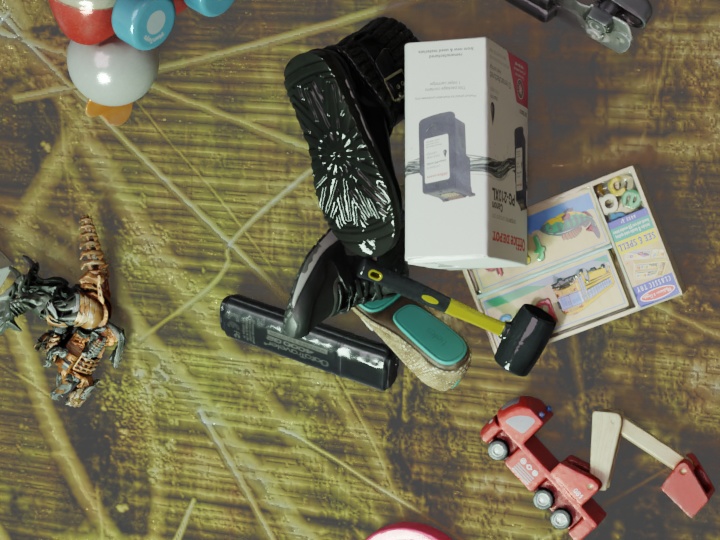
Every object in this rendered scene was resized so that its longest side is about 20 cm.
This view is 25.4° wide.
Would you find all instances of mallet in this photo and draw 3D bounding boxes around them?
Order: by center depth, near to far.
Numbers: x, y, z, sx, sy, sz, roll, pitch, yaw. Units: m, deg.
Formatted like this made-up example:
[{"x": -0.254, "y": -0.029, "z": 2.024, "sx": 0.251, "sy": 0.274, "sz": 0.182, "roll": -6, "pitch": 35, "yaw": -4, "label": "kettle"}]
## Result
[{"x": 0.086, "y": 0.045, "z": 1.528, "sx": 0.198, "sy": 0.041, "sz": 0.066, "roll": 17, "pitch": 107, "yaw": -9, "label": "mallet"}]

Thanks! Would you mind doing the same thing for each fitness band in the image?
[{"x": 0.038, "y": 0.356, "z": 1.654, "sx": 0.143, "sy": 0.037, "sz": 0.201, "roll": 34, "pitch": 106, "yaw": 16, "label": "fitness band"}]

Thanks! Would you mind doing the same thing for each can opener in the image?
[{"x": 0.182, "y": -0.274, "z": 1.520, "sx": 0.199, "sy": 0.053, "sz": 0.067, "roll": 33, "pitch": 75, "yaw": 14, "label": "can opener"}]

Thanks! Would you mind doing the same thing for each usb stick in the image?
[{"x": -0.053, "y": 0.073, "z": 1.649, "sx": 0.199, "sy": 0.033, "sz": 0.056, "roll": 18, "pitch": 133, "yaw": 18, "label": "usb stick"}]

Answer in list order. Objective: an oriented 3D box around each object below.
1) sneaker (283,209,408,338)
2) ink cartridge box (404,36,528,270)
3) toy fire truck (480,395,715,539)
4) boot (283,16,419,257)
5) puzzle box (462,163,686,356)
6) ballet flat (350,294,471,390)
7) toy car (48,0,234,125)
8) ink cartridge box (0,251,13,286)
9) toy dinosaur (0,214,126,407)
[{"x": 0.000, "y": 0.000, "z": 1.542, "sx": 0.087, "sy": 0.200, "sz": 0.076, "roll": 27, "pitch": 139, "yaw": 10, "label": "sneaker"}, {"x": 0.101, "y": -0.104, "z": 1.495, "sx": 0.084, "sy": 0.145, "sz": 0.202, "roll": -1, "pitch": 87, "yaw": 22, "label": "ink cartridge box"}, {"x": 0.228, "y": 0.184, "z": 1.551, "sx": 0.200, "sy": 0.049, "sz": 0.141, "roll": 47, "pitch": 109, "yaw": 10, "label": "toy fire truck"}, {"x": 0.020, "y": -0.132, "z": 1.536, "sx": 0.079, "sy": 0.158, "sz": 0.213, "roll": -10, "pitch": 101, "yaw": 36, "label": "boot"}, {"x": 0.200, "y": -0.005, "z": 1.551, "sx": 0.199, "sy": 0.025, "sz": 0.134, "roll": -22, "pitch": 89, "yaw": 21, "label": "puzzle box"}, {"x": 0.032, "y": 0.049, "z": 1.594, "sx": 0.200, "sy": 0.070, "sz": 0.066, "roll": 48, "pitch": 152, "yaw": 30, "label": "ballet flat"}, {"x": -0.240, "y": -0.245, "z": 1.641, "sx": 0.184, "sy": 0.177, "sz": 0.201, "roll": 32, "pitch": 136, "yaw": 27, "label": "toy car"}, {"x": -0.484, "y": 0.038, "z": 1.719, "sx": 0.085, "sy": 0.200, "sz": 0.146, "roll": 38, "pitch": 108, "yaw": 12, "label": "ink cartridge box"}, {"x": -0.314, "y": 0.042, "z": 1.731, "sx": 0.135, "sy": 0.102, "sz": 0.202, "roll": 13, "pitch": 83, "yaw": 3, "label": "toy dinosaur"}]
